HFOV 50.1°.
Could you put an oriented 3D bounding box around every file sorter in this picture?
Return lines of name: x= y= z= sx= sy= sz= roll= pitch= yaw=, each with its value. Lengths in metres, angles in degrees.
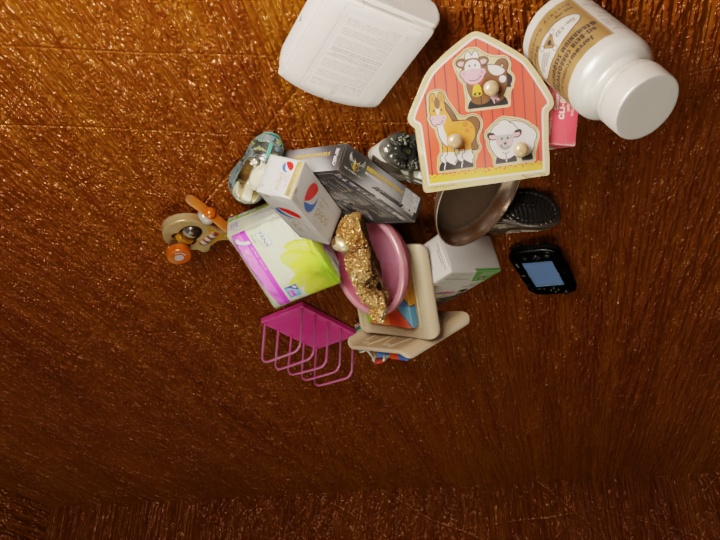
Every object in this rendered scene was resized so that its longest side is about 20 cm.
file sorter: x=-0.124 y=0.185 z=1.849 sx=0.139 sy=0.126 sz=0.200 roll=-22 pitch=144 yaw=34

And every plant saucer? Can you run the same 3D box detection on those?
plant saucer: x=0.191 y=-0.134 z=1.286 sx=0.200 sy=0.032 sz=0.201 roll=-27 pitch=138 yaw=-27
plant saucer: x=0.027 y=-0.016 z=1.460 sx=0.051 sy=0.201 sz=0.200 roll=-18 pitch=165 yaw=-39

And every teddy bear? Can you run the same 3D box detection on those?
teddy bear: x=0.000 y=0.000 z=1.356 sx=0.066 sy=0.145 sz=0.201 roll=-16 pitch=124 yaw=10

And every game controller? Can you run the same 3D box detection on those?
game controller: x=0.381 y=0.000 z=1.604 sx=0.104 sy=0.042 sz=0.200 roll=-14 pitch=147 yaw=23

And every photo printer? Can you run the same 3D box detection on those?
photo printer: x=-0.012 y=-0.307 z=1.049 sx=0.166 sy=0.070 sz=0.200 roll=14 pitch=148 yaw=-22

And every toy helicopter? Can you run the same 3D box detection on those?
toy helicopter: x=-0.276 y=-0.081 z=1.467 sx=0.199 sy=0.079 sz=0.132 roll=0 pitch=143 yaw=-22

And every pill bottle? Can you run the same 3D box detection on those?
pill bottle: x=0.302 y=-0.257 z=0.975 sx=0.114 sy=0.200 sz=0.115 roll=-15 pitch=137 yaw=-15

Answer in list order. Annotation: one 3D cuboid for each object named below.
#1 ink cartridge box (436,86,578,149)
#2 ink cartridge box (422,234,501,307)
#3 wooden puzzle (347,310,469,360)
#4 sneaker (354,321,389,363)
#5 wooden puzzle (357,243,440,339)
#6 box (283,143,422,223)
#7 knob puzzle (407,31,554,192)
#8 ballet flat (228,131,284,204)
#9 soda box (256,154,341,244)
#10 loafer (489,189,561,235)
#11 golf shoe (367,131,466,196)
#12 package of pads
ink cartridge box: x=0.195 y=-0.224 z=1.113 sx=0.199 sy=0.084 sz=0.145 roll=3 pitch=-172 yaw=-5
ink cartridge box: x=0.154 y=0.006 z=1.536 sx=0.144 sy=0.084 sz=0.200 roll=-2 pitch=157 yaw=-39
wooden puzzle: x=0.100 y=0.134 z=1.579 sx=0.185 sy=0.047 sz=0.200 roll=-27 pitch=-162 yaw=-32
sneaker: x=0.058 y=0.194 z=1.894 sx=0.070 sy=0.094 sz=0.199 roll=-23 pitch=142 yaw=35
wooden puzzle: x=0.058 y=0.041 z=1.505 sx=0.199 sy=0.186 sz=0.037 roll=0 pitch=-167 yaw=45
box: x=-0.017 y=-0.142 z=1.304 sx=0.158 sy=0.049 sz=0.200 roll=3 pitch=160 yaw=47
knob puzzle: x=0.161 y=-0.213 z=1.021 sx=0.218 sy=0.221 sz=0.030 roll=2 pitch=-167 yaw=-3
ballet flat: x=-0.186 y=-0.156 z=1.317 sx=0.074 sy=0.075 sz=0.200 roll=10 pitch=148 yaw=-17
soda box: x=-0.097 y=-0.113 z=1.267 sx=0.063 sy=0.068 sz=0.200 roll=15 pitch=166 yaw=21
loafer: x=0.264 y=-0.103 z=1.411 sx=0.199 sy=0.073 sz=0.071 roll=3 pitch=161 yaw=6
golf shoe: x=0.102 y=-0.178 z=1.288 sx=0.199 sy=0.078 sz=0.094 roll=21 pitch=167 yaw=-36
package of pads: x=-0.136 y=-0.038 z=1.440 sx=0.154 sy=0.068 sz=0.200 roll=-22 pitch=124 yaw=12
